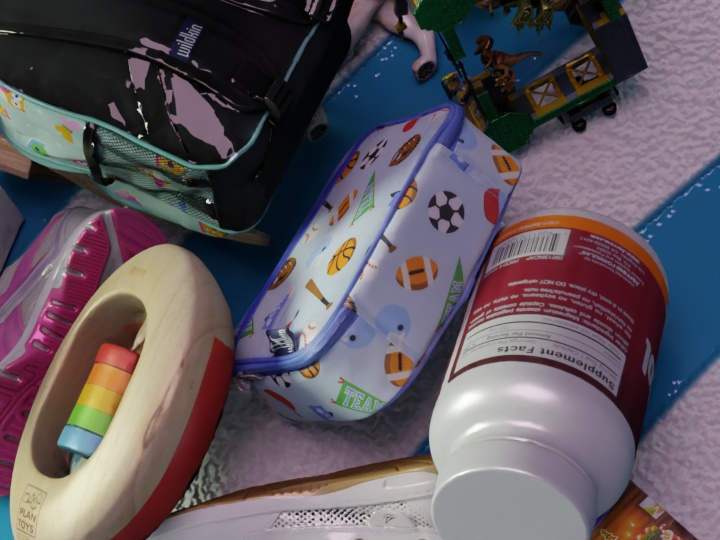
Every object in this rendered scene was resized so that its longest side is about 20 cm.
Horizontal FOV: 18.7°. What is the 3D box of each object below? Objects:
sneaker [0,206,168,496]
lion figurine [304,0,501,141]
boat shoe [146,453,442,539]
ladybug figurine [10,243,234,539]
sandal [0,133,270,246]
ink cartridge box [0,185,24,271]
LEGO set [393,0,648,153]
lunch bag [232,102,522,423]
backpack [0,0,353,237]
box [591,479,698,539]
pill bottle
[{"bbox_3d":[-0.193,0.047,1.339,0.200,0.081,0.088,-57,30,-3],"label":"sneaker"},{"bbox_3d":[-0.021,-0.161,1.414,0.200,0.073,0.123,-27,52,-17],"label":"lion figurine"},{"bbox_3d":[-0.031,0.154,1.249,0.199,0.071,0.070,-11,91,21],"label":"boat shoe"},{"bbox_3d":[-0.131,0.085,1.251,0.136,0.072,0.201,14,76,54],"label":"ladybug figurine"},{"bbox_3d":[-0.146,-0.076,1.376,0.211,0.078,0.070,17,95,24],"label":"sandal"},{"bbox_3d":[-0.301,0.006,1.322,0.084,0.176,0.201,12,66,18],"label":"ink cartridge box"},{"bbox_3d":[0.089,-0.178,1.325,0.154,0.200,0.116,-32,53,10],"label":"LEGO set"},{"bbox_3d":[0.000,0.000,1.281,0.200,0.076,0.160,-57,21,-19],"label":"lunch bag"},{"bbox_3d":[-0.121,-0.125,1.285,0.199,0.153,0.176,22,68,8],"label":"backpack"},{"bbox_3d":[0.111,0.215,1.202,0.200,0.039,0.137,-44,62,-11],"label":"box"},{"bbox_3d":[0.101,0.067,1.202,0.113,0.113,0.200,5,42,15],"label":"pill bottle"}]
